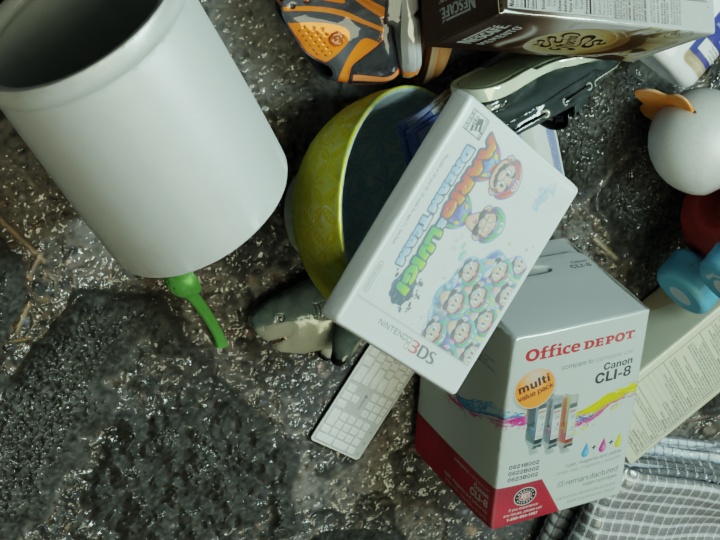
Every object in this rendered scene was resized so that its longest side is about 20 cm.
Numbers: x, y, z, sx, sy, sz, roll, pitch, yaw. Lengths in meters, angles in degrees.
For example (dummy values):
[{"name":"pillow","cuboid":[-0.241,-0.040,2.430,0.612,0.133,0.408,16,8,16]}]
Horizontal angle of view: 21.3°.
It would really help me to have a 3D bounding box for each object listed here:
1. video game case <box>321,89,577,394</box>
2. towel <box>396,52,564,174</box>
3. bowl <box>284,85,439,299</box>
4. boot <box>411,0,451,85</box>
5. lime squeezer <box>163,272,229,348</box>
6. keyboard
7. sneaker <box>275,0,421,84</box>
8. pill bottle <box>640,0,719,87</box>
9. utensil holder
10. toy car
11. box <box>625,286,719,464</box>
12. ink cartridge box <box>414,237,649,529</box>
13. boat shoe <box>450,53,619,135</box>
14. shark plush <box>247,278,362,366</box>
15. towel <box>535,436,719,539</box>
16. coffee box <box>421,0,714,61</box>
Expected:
[{"name":"video game case","cuboid":[0.075,-0.018,1.508,0.182,0.024,0.201,34,87,-50]},{"name":"towel","cuboid":[0.103,-0.096,1.593,0.200,0.024,0.148,-39,122,-43]},{"name":"bowl","cuboid":[0.003,-0.048,1.568,0.200,0.107,0.201,0,90,-52]},{"name":"boot","cuboid":[0.112,-0.248,1.563,0.155,0.077,0.201,-3,109,-29]},{"name":"lime squeezer","cuboid":[-0.126,-0.019,1.575,0.070,0.038,0.201,-4,117,-26]},{"name":"keyboard","cuboid":[0.028,0.079,1.725,0.056,0.011,0.200,25,102,-35]},{"name":"sneaker","cuboid":[-0.015,-0.242,1.490,0.111,0.078,0.201,-6,102,-4]},{"name":"pill bottle","cuboid":[0.297,-0.264,1.616,0.200,0.116,0.116,-49,127,4]},{"name":"utensil holder","cuboid":[-0.164,-0.117,1.421,0.170,0.170,0.200,-36,127,-6]},{"name":"toy car","cuboid":[0.314,-0.096,1.720,0.200,0.177,0.184,45,77,-9]},{"name":"box","cuboid":[0.296,0.080,1.824,0.200,0.078,0.095,-37,127,-5]},{"name":"ink cartridge box","cuboid":[0.149,0.096,1.707,0.145,0.145,0.201,-11,122,-26]},{"name":"boat shoe","cuboid":[0.150,-0.144,1.572,0.199,0.074,0.066,-28,117,-47]},{"name":"shark plush","cuboid":[0.000,0.000,1.637,0.200,0.091,0.083,-45,97,6]},{"name":"towel","cuboid":[0.283,0.254,1.907,0.199,0.086,0.166,9,112,-31]},{"name":"coffee box","cuboid":[0.159,-0.214,1.475,0.199,0.113,0.080,1,83,-28]}]
